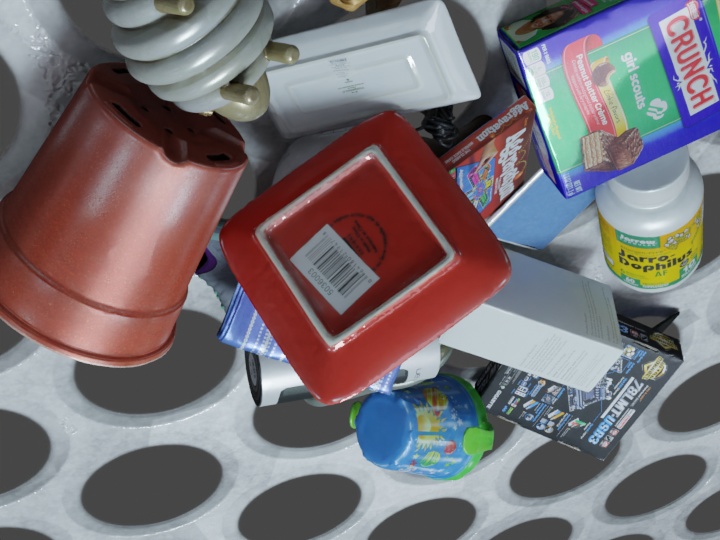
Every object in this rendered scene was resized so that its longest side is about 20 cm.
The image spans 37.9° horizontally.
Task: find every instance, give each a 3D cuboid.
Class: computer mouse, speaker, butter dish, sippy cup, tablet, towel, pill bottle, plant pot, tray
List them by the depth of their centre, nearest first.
[{"bbox_3d":[-0.205,-0.057,0.901,0.200,0.201,0.196,17,119,-36],"label":"plant pot"},{"bbox_3d":[-0.005,-0.165,0.910,0.199,0.022,0.108,-8,134,25],"label":"tray"},{"bbox_3d":[0.010,0.001,0.921,0.199,0.200,0.148,-35,157,-1],"label":"butter dish"},{"bbox_3d":[-0.006,-0.121,0.983,0.199,0.110,0.044,-23,125,15],"label":"computer mouse"},{"bbox_3d":[-0.028,0.033,1.035,0.199,0.024,0.146,20,97,-23],"label":"towel"},{"bbox_3d":[-0.018,0.088,1.109,0.199,0.081,0.082,-7,138,-18],"label":"speaker"},{"bbox_3d":[0.313,-0.067,1.135,0.112,0.113,0.200,-23,148,3],"label":"pill bottle"},{"bbox_3d":[0.229,-0.099,1.144,0.130,0.014,0.200,11,130,-48],"label":"tablet"},{"bbox_3d":[0.068,0.194,1.302,0.130,0.140,0.178,8,143,-47],"label":"sippy cup"}]

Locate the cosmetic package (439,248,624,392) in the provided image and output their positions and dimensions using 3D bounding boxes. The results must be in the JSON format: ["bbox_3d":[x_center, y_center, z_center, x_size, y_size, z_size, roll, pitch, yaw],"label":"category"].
[{"bbox_3d":[0.188,0.048,1.189,0.199,0.113,0.081,19,130,-11],"label":"cosmetic package"}]

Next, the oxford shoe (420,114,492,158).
[{"bbox_3d":[0.054,-0.110,1.030,0.199,0.085,0.073,-31,160,-20],"label":"oxford shoe"}]

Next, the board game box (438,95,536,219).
[{"bbox_3d":[0.123,-0.093,1.041,0.103,0.019,0.200,-38,163,-7],"label":"board game box"}]

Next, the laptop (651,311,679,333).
[{"bbox_3d":[0.304,0.100,1.414,0.199,0.104,0.178,26,125,-10],"label":"laptop"}]

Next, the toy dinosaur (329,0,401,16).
[{"bbox_3d":[0.019,-0.239,0.882,0.106,0.061,0.201,-1,136,-24],"label":"toy dinosaur"}]

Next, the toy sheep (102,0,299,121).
[{"bbox_3d":[-0.131,-0.196,0.814,0.137,0.138,0.200,-26,128,7],"label":"toy sheep"}]

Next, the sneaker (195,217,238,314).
[{"bbox_3d":[-0.133,0.007,1.102,0.087,0.075,0.201,14,143,7],"label":"sneaker"}]

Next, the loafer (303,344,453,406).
[{"bbox_3d":[0.016,0.103,1.245,0.199,0.075,0.070,-22,144,2],"label":"loafer"}]

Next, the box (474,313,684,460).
[{"bbox_3d":[0.276,0.134,1.349,0.197,0.050,0.201,21,126,-9],"label":"box"}]

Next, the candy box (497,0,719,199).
[{"bbox_3d":[0.252,-0.187,0.995,0.199,0.077,0.170,-25,122,2],"label":"candy box"}]
